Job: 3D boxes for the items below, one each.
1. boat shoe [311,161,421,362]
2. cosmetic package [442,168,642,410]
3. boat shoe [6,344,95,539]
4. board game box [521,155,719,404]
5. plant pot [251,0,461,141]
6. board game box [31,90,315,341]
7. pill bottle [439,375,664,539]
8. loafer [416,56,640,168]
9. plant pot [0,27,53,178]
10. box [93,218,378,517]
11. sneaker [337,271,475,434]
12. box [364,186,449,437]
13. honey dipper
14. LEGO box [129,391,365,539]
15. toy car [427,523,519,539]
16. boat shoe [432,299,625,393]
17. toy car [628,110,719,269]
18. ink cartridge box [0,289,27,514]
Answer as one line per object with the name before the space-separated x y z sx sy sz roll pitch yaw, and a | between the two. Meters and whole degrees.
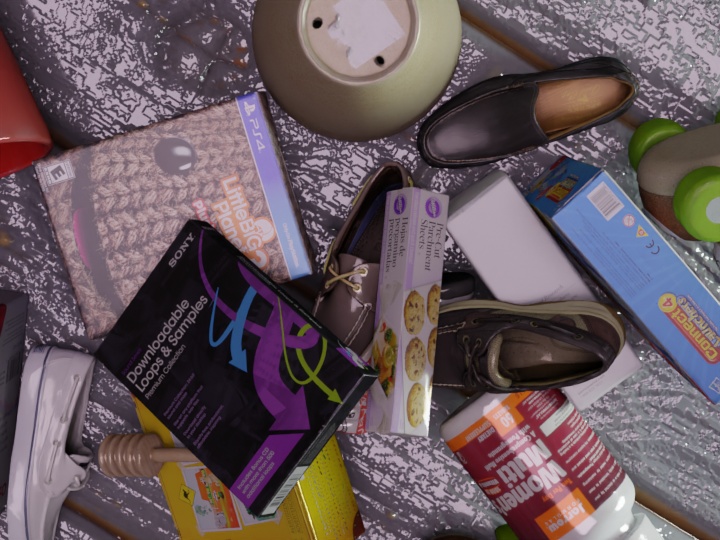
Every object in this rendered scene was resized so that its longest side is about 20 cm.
boat shoe | 0.000 0.000 1.111 0.071 0.060 0.201 13 64 31
cosmetic package | 0.153 0.013 1.139 0.071 0.101 0.201 -36 96 5
boat shoe | -0.272 0.169 1.169 0.065 0.074 0.202 6 99 3
board game box | 0.227 0.001 1.090 0.056 0.196 0.200 -42 96 5
plant pot | -0.001 -0.196 1.060 0.185 0.200 0.189 0 97 -1
board game box | -0.155 -0.049 1.129 0.198 0.097 0.161 -17 97 2
pill bottle | 0.168 0.184 1.142 0.109 0.110 0.200 -38 85 4
loafer | 0.144 -0.138 1.133 0.198 0.072 0.073 -21 98 3
plant pot | -0.372 -0.161 1.077 0.199 0.200 0.179 -16 87 2
box | -0.103 0.075 1.040 0.200 0.036 0.143 40 99 21
sneaker | 0.019 0.078 1.164 0.200 0.067 0.109 -19 98 5
box | 0.038 0.035 1.071 0.041 0.039 0.202 12 80 -34
honey dipper | -0.129 0.154 1.085 0.198 0.038 0.038 -3 99 28
LEGO box | -0.101 0.157 1.137 0.148 0.077 0.202 -12 99 33
toy car | 0.098 0.327 1.129 0.163 0.200 0.159 -20 97 2
boat shoe | 0.113 0.064 1.070 0.198 0.065 0.074 -10 106 23
toy car | 0.326 -0.024 1.112 0.156 0.165 0.201 -16 113 1
ink cartridge box | -0.352 0.123 1.125 0.082 0.146 0.202 8 97 0
